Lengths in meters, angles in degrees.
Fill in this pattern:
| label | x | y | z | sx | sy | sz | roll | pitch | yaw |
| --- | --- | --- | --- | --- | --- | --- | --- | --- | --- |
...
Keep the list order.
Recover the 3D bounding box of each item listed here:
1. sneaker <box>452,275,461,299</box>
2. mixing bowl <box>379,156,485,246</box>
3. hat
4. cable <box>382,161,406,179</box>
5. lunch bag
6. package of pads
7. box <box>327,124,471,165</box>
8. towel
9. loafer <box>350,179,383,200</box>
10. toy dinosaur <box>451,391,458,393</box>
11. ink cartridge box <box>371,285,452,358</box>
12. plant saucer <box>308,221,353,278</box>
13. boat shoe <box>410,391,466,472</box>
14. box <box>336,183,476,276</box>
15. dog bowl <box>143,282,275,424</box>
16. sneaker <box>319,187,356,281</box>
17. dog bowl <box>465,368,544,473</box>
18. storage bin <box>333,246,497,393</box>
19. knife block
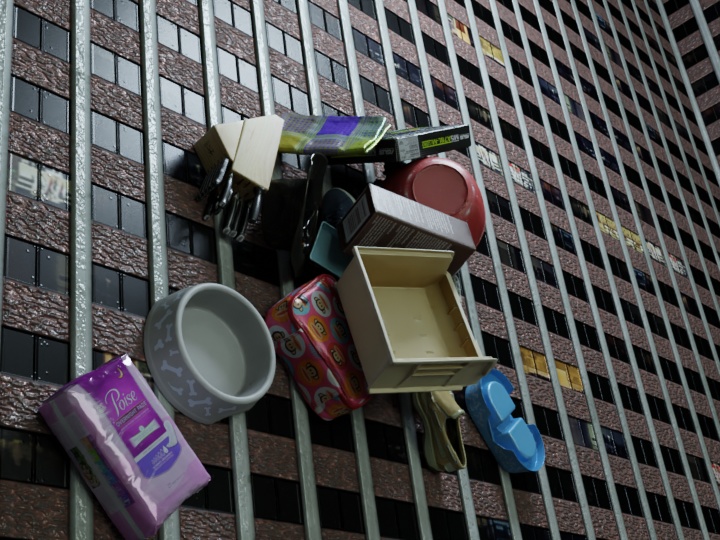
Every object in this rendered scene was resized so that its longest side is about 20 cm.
| label | x | y | z | sx | sy | sz | roll | pitch | yaw |
| --- | --- | --- | --- | --- | --- | --- | --- | --- | --- |
| sneaker | 0.132 | 0.037 | 1.853 | 0.200 | 0.074 | 0.087 | -116 | -175 | -57 |
| mixing bowl | 0.126 | -0.115 | 1.808 | 0.199 | 0.108 | 0.201 | 2 | 71 | -6 |
| hat | -0.111 | -0.091 | 1.658 | 0.081 | 0.201 | 0.201 | 12 | 41 | 8 |
| cable | 0.083 | -0.121 | 1.959 | 0.200 | 0.051 | 0.164 | 41 | 46 | -60 |
| lunch bag | -0.046 | 0.112 | 1.631 | 0.200 | 0.082 | 0.176 | 58 | 30 | -6 |
| package of pads | -0.276 | 0.207 | 1.266 | 0.200 | 0.076 | 0.120 | 57 | 32 | -4 |
| box | 0.060 | -0.221 | 1.875 | 0.200 | 0.193 | 0.048 | -17 | 102 | -44 |
| towel | -0.063 | -0.228 | 1.778 | 0.144 | 0.199 | 0.023 | -55 | 146 | -54 |
| loafer | 0.030 | -0.063 | 1.879 | 0.072 | 0.063 | 0.201 | 88 | -9 | -68 |
| toy dinosaur | 0.097 | 0.149 | 1.780 | 0.181 | 0.105 | 0.201 | -28 | 99 | -38 |
| ink cartridge box | 0.067 | 0.078 | 1.693 | 0.109 | 0.050 | 0.200 | -2 | 54 | -35 |
| plant saucer | 0.000 | 0.000 | 1.714 | 0.200 | 0.019 | 0.070 | 33 | 61 | -29 |
| boat shoe | 0.136 | 0.226 | 1.727 | 0.072 | 0.076 | 0.201 | -21 | 100 | -46 |
| box | 0.073 | -0.053 | 1.695 | 0.200 | 0.100 | 0.075 | 21 | 37 | -28 |
| dog bowl | -0.198 | 0.108 | 1.454 | 0.200 | 0.059 | 0.201 | 31 | 43 | -35 |
| sneaker | -0.040 | -0.051 | 1.754 | 0.084 | 0.075 | 0.201 | 17 | 53 | -50 |
| dog bowl | 0.256 | 0.275 | 1.918 | 0.200 | 0.050 | 0.111 | 60 | 34 | -1 |
| storage bin | 0.084 | 0.074 | 1.600 | 0.198 | 0.094 | 0.200 | 1 | 53 | -30 |
| knife block | -0.171 | -0.142 | 1.649 | 0.200 | 0.064 | 0.176 | -20 | 80 | -48 |
